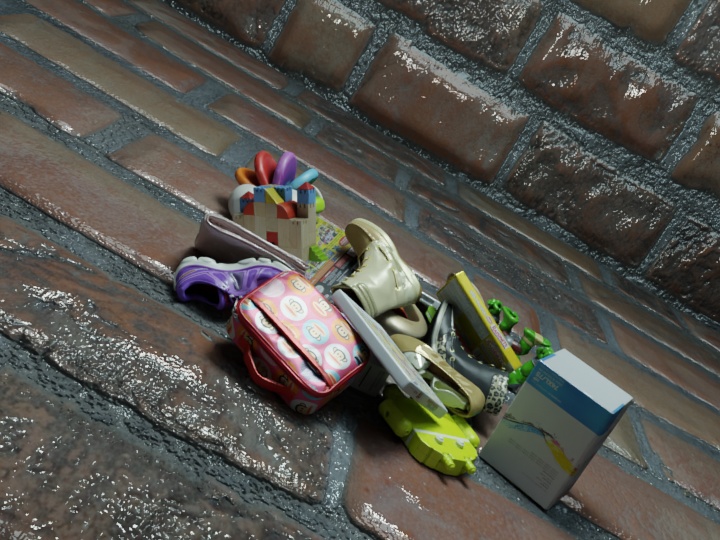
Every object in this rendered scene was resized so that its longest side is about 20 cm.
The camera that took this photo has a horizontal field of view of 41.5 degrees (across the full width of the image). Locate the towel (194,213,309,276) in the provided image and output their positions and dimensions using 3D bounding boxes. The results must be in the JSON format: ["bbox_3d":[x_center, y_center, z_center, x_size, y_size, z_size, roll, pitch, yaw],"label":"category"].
[{"bbox_3d":[-0.191,-0.023,1.612,0.190,0.032,0.200,29,-17,-8],"label":"towel"}]

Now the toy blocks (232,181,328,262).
[{"bbox_3d":[-0.155,-0.092,1.697,0.198,0.138,0.100,7,15,29],"label":"toy blocks"}]

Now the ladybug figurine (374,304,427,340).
[{"bbox_3d":[0.054,0.089,1.799,0.135,0.072,0.200,24,19,-20],"label":"ladybug figurine"}]

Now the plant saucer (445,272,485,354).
[{"bbox_3d":[0.217,0.098,1.865,0.035,0.202,0.201,-14,32,-9],"label":"plant saucer"}]

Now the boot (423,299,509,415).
[{"bbox_3d":[0.188,0.159,1.697,0.152,0.074,0.205,18,50,-3],"label":"boot"}]

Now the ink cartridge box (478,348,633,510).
[{"bbox_3d":[0.324,0.260,1.574,0.146,0.201,0.146,36,18,22],"label":"ink cartridge box"}]

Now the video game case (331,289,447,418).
[{"bbox_3d":[0.047,0.132,1.486,0.200,0.023,0.182,52,4,31],"label":"video game case"}]

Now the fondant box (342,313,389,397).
[{"bbox_3d":[-0.054,0.116,1.578,0.199,0.059,0.145,27,18,-16],"label":"fondant box"}]

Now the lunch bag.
[{"bbox_3d":[-0.101,0.110,1.410,0.200,0.082,0.176,46,45,11],"label":"lunch bag"}]

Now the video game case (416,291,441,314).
[{"bbox_3d":[0.100,0.050,1.947,0.181,0.023,0.200,31,-5,0],"label":"video game case"}]

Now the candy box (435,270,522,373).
[{"bbox_3d":[0.214,0.106,1.736,0.026,0.102,0.201,-26,79,-27],"label":"candy box"}]

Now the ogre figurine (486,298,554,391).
[{"bbox_3d":[0.304,0.157,1.947,0.200,0.120,0.098,40,16,22],"label":"ogre figurine"}]

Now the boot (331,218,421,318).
[{"bbox_3d":[0.000,0.000,1.726,0.155,0.073,0.201,-22,68,-39],"label":"boot"}]

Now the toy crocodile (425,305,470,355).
[{"bbox_3d":[0.177,0.153,1.773,0.201,0.061,0.068,66,10,26],"label":"toy crocodile"}]

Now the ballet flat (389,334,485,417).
[{"bbox_3d":[0.118,0.174,1.578,0.199,0.069,0.063,32,25,14],"label":"ballet flat"}]

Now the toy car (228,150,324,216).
[{"bbox_3d":[-0.168,-0.170,1.947,0.198,0.152,0.175,8,12,14],"label":"toy car"}]

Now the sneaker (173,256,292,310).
[{"bbox_3d":[-0.197,0.034,1.510,0.198,0.081,0.084,1,39,-7],"label":"sneaker"}]

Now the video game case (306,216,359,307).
[{"bbox_3d":[-0.066,-0.009,1.787,0.180,0.026,0.200,30,43,12],"label":"video game case"}]

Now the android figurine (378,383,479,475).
[{"bbox_3d":[0.112,0.254,1.510,0.181,0.041,0.200,19,20,-34],"label":"android figurine"}]
